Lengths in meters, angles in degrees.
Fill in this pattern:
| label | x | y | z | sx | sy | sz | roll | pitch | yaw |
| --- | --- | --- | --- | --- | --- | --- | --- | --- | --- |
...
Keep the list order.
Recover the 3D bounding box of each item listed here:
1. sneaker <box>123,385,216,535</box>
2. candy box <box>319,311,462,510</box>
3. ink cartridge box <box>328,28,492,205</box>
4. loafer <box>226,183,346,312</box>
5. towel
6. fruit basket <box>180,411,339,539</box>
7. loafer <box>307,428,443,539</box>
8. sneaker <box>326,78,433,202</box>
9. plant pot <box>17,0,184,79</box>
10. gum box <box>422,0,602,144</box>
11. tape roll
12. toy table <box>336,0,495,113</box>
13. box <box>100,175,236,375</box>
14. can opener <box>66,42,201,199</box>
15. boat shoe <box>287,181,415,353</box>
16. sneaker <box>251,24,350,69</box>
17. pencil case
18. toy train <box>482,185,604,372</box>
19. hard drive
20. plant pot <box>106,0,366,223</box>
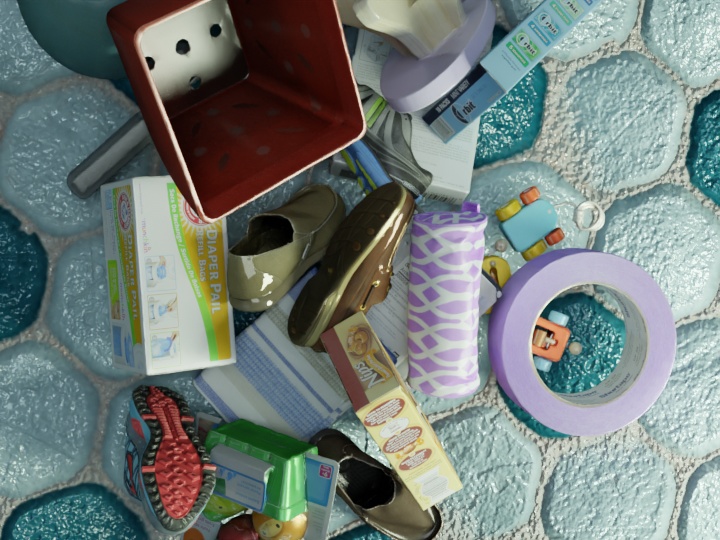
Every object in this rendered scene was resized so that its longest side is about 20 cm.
| label | x | y | z | sx | sy | sz | roll | pitch | yaw |
| --- | --- | --- | --- | --- | --- | --- | --- | --- | --- |
| sneaker | -0.205 | 0.213 | 1.056 | 0.079 | 0.200 | 0.096 | 10 | 117 | -23 |
| candy box | 0.034 | 0.150 | 1.054 | 0.055 | 0.116 | 0.201 | -30 | 133 | 0 |
| ink cartridge box | 0.059 | -0.190 | 1.153 | 0.161 | 0.057 | 0.202 | 12 | 72 | -7 |
| loafer | -0.076 | -0.038 | 1.071 | 0.075 | 0.201 | 0.068 | 9 | 132 | 24 |
| towel | -0.074 | 0.113 | 1.120 | 0.200 | 0.024 | 0.147 | -43 | 95 | 12 |
| fruit basket | -0.120 | 0.272 | 1.080 | 0.184 | 0.094 | 0.202 | 16 | 96 | 27 |
| loafer | 0.020 | 0.255 | 1.122 | 0.199 | 0.071 | 0.073 | 37 | 87 | -24 |
| sneaker | 0.010 | -0.159 | 1.082 | 0.082 | 0.071 | 0.201 | -31 | 91 | -20 |
| plant pot | -0.270 | -0.312 | 1.053 | 0.198 | 0.135 | 0.203 | 0 | 91 | -8 |
| gum box | 0.171 | -0.235 | 1.072 | 0.045 | 0.170 | 0.200 | 46 | 71 | -4 |
| tape roll | 0.244 | 0.077 | 1.117 | 0.198 | 0.066 | 0.203 | -1 | 95 | -6 |
| toy table | 0.056 | -0.267 | 1.024 | 0.183 | 0.201 | 0.117 | -26 | 119 | 24 |
| box | -0.205 | 0.002 | 1.067 | 0.100 | 0.112 | 0.202 | -5 | 92 | -32 |
| can opener | -0.248 | -0.162 | 1.100 | 0.066 | 0.053 | 0.200 | 44 | 88 | -16 |
| boat shoe | 0.000 | 0.001 | 1.052 | 0.067 | 0.072 | 0.201 | 25 | 106 | -30 |
| sneaker | -0.038 | -0.280 | 1.116 | 0.198 | 0.074 | 0.083 | -23 | 89 | 3 |
| pencil case | 0.093 | 0.035 | 1.053 | 0.085 | 0.083 | 0.202 | -14 | 113 | -42 |
| toy train | 0.200 | 0.006 | 1.165 | 0.149 | 0.056 | 0.202 | 16 | 92 | -9 |
| hard drive | 0.041 | 0.045 | 1.122 | 0.140 | 0.038 | 0.200 | 43 | 104 | -7 |
| plant pot | -0.140 | -0.200 | 0.989 | 0.199 | 0.176 | 0.201 | -32 | 128 | -22 |
